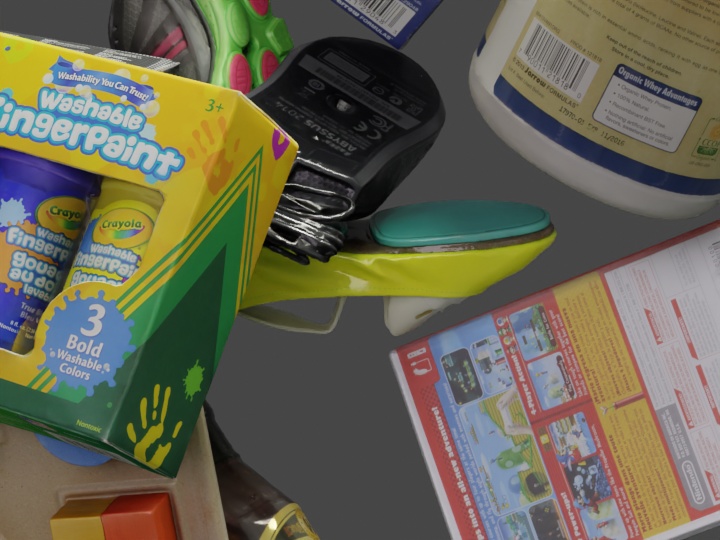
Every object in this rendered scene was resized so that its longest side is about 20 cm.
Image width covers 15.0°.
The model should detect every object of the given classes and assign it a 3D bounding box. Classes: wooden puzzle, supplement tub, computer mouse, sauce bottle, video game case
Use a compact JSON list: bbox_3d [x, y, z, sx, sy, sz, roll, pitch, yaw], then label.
[{"bbox_3d":[-0.161,0.102,1.310,0.184,0.046,0.202,-6,100,17],"label":"wooden puzzle"},{"bbox_3d":[0.152,-0.142,1.308,0.144,0.144,0.201,35,114,17],"label":"supplement tub"},{"bbox_3d":[-0.031,-0.060,1.368,0.138,0.200,0.053,33,125,16],"label":"computer mouse"},{"bbox_3d":[-0.047,0.153,1.379,0.066,0.066,0.201,-35,76,6],"label":"sauce bottle"},{"bbox_3d":[0.128,0.071,1.373,0.199,0.017,0.144,-22,76,10],"label":"video game case"}]

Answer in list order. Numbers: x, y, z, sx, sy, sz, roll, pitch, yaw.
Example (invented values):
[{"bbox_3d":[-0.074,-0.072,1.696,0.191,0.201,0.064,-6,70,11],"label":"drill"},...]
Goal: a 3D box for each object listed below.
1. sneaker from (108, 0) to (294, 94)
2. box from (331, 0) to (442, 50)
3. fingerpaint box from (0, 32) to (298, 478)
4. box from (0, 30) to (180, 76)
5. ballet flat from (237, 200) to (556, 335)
[{"bbox_3d":[-0.085,-0.116,1.443,0.083,0.076,0.201,-19,78,41],"label":"sneaker"},{"bbox_3d":[0.021,-0.203,1.352,0.121,0.200,0.032,36,53,-7],"label":"box"},{"bbox_3d":[-0.152,-0.016,1.251,0.199,0.073,0.168,16,79,27],"label":"fingerpaint box"},{"bbox_3d":[-0.197,-0.044,1.430,0.199,0.044,0.161,10,107,17],"label":"box"},{"bbox_3d":[0.000,0.000,1.393,0.198,0.067,0.068,0,110,-2],"label":"ballet flat"}]
